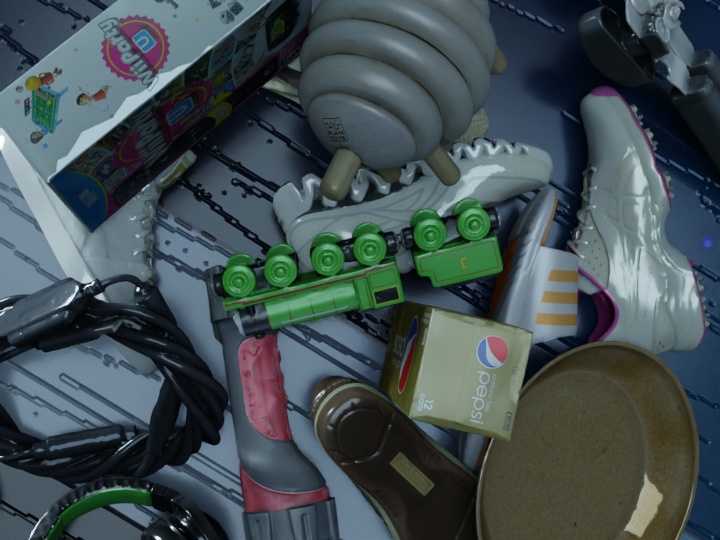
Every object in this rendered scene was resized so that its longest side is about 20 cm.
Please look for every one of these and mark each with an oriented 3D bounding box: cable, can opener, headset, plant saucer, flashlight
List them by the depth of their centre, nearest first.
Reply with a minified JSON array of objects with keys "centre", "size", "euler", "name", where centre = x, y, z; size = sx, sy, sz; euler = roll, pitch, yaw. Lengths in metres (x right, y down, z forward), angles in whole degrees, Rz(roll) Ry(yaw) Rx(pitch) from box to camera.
[{"centre":[-0.128,0.220,0.854],"size":[0.199,0.094,0.124],"euler":[23,55,14],"name":"headset"},{"centre":[-0.185,0.081,0.864],"size":[0.199,0.051,0.163],"euler":[-25,123,25],"name":"cable"},{"centre":[0.152,0.145,0.896],"size":[0.199,0.035,0.202],"euler":[-5,101,-30],"name":"plant saucer"},{"centre":[-0.061,0.093,0.896],"size":[0.067,0.068,0.202],"euler":[-6,87,-18],"name":"flashlight"},{"centre":[0.231,-0.127,0.912],"size":[0.200,0.066,0.053],"euler":[42,50,-28],"name":"can opener"}]

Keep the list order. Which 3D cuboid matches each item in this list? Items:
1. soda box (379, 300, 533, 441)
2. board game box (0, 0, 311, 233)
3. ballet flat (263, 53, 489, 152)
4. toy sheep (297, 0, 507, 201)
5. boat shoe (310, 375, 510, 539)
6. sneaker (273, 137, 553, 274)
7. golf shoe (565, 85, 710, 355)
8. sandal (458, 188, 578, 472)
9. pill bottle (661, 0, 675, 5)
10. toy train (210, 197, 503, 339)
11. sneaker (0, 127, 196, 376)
[{"centre":[0.057,0.060,0.840],"size":[0.063,0.200,0.068],"euler":[13,89,-4],"name":"soda box"},{"centre":[-0.123,-0.123,0.805],"size":[0.200,0.148,0.064],"euler":[-40,84,-8],"name":"board game box"},{"centre":[0.000,-0.129,0.917],"size":[0.198,0.062,0.068],"euler":[19,85,-4],"name":"ballet flat"},{"centre":[0.024,-0.128,0.823],"size":[0.137,0.138,0.201],"euler":[22,66,-3],"name":"toy sheep"},{"centre":[0.036,0.147,0.899],"size":[0.075,0.075,0.203],"euler":[-38,113,-7],"name":"boat shoe"},{"centre":[0.041,-0.039,0.907],"size":[0.198,0.075,0.082],"euler":[-14,78,2],"name":"sneaker"},{"centre":[0.182,-0.031,0.924],"size":[0.091,0.075,0.202],"euler":[-16,85,1],"name":"golf shoe"},{"centre":[0.120,0.046,0.912],"size":[0.059,0.079,0.209],"euler":[15,94,-3],"name":"sandal"},{"centre":[0.167,-0.277,0.916],"size":[0.200,0.113,0.113],"euler":[43,84,-1],"name":"pill bottle"},{"centre":[0.000,0.000,0.858],"size":[0.198,0.042,0.057],"euler":[-14,105,2],"name":"toy train"},{"centre":[-0.157,-0.038,0.893],"size":[0.115,0.074,0.201],"euler":[-29,88,-3],"name":"sneaker"}]
